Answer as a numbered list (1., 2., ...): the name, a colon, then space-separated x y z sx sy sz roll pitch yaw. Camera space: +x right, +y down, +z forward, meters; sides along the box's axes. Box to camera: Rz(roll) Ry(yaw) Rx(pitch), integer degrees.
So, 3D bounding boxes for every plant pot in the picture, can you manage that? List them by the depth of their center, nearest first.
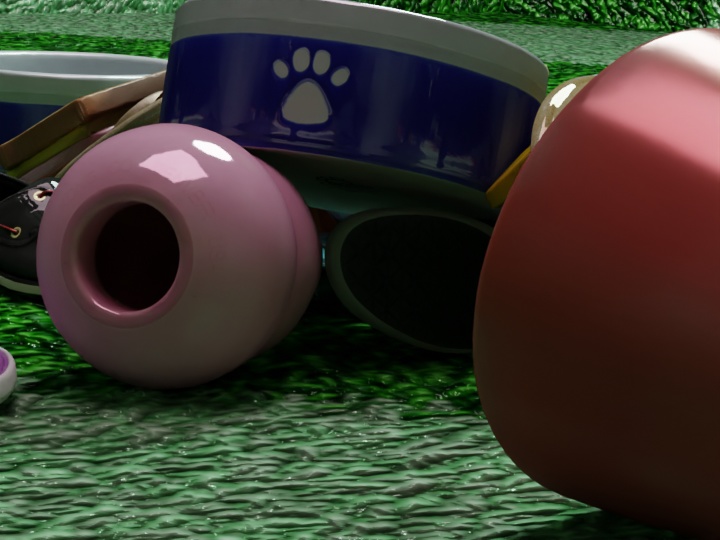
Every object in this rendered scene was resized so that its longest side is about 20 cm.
1. plant pot: 0.171 0.026 0.958 0.200 0.201 0.177 -5 22 -41

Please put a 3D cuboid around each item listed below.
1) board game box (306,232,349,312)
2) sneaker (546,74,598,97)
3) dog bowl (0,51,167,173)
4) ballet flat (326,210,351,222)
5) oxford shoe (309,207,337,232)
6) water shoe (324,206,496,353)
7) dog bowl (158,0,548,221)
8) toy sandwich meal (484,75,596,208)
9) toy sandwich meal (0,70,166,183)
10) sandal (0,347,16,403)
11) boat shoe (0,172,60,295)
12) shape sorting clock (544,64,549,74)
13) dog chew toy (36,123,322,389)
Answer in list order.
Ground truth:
1. board game box: 0.000 0.000 1.496 0.199 0.028 0.135 1 10 -17
2. sneaker: 0.174 -0.064 1.664 0.199 0.119 0.074 6 8 12
3. dog bowl: -0.222 -0.117 1.940 0.199 0.079 0.200 2 9 0
4. ballet flat: 0.077 -0.042 1.527 0.199 0.069 0.071 -3 28 -15
5. oxford shoe: 0.014 -0.043 1.641 0.199 0.072 0.073 4 5 8
6. water shoe: 0.064 0.008 1.364 0.199 0.072 0.079 10 2 -24
7. dog bowl: -0.005 -0.082 1.351 0.199 0.079 0.200 9 -7 1
8. toy sandwich meal: 0.148 -0.011 1.306 0.205 0.206 0.070 -7 -24 -48
9. toy sandwich meal: -0.139 -0.099 1.654 0.205 0.070 0.205 -32 -6 -4
10. sandal: -0.202 0.039 1.125 0.082 0.050 0.203 5 9 10
11. boat shoe: -0.182 -0.021 1.476 0.073 0.063 0.201 -2 12 -44
12. shape sorting clock: 0.024 -0.098 1.635 0.199 0.039 0.200 -20 7 3
13. dog chew toy: -0.076 -0.006 1.258 0.124 0.125 0.200 6 1 17
